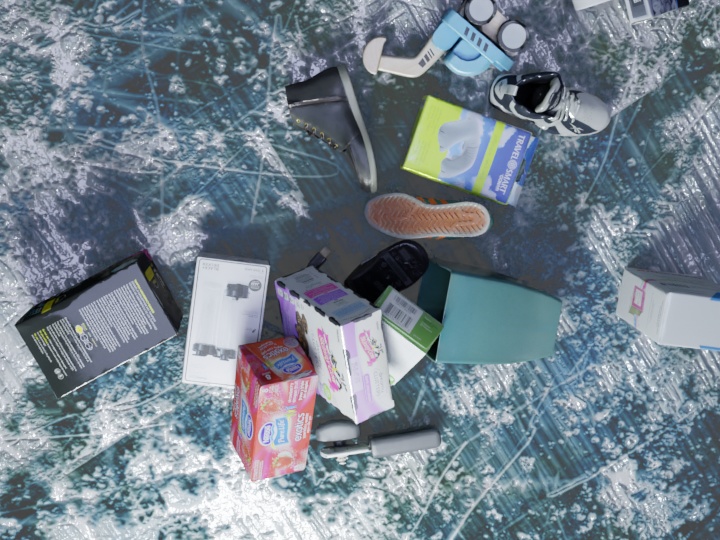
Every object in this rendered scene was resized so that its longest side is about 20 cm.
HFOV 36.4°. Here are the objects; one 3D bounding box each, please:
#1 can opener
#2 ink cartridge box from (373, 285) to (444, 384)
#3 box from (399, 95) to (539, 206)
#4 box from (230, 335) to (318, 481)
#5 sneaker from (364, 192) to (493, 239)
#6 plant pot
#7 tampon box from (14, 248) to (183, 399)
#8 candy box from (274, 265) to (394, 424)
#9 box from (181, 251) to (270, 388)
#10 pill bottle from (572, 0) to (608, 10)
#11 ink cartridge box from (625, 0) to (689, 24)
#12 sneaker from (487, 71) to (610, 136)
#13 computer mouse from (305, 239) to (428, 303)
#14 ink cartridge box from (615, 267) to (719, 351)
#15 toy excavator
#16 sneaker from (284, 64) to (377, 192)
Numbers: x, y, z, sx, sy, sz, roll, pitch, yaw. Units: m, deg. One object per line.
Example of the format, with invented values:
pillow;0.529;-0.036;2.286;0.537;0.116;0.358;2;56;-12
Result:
can opener;0.029;0.270;1.756;0.199;0.053;0.067;-4;98;-6
ink cartridge box;0.039;0.110;1.671;0.104;0.200;0.059;37;60;0
box;0.174;-0.184;1.709;0.199;0.048;0.122;18;96;-8
box;-0.133;0.209;1.656;0.095;0.100;0.201;-9;129;-25
sneaker;0.108;-0.079;1.709;0.199;0.080;0.072;7;89;14
plant pot;0.201;0.071;1.706;0.199;0.141;0.142;8;97;-14
tampon box;-0.384;0.074;1.634;0.200;0.150;0.127;-28;101;-2
candy box;-0.040;0.107;1.627;0.071;0.200;0.168;-21;118;-26
box;-0.209;0.079;1.699;0.116;0.060;0.201;6;97;-7
pill bottle;0.339;-0.502;1.647;0.113;0.113;0.201;-18;100;-3
ink cartridge box;0.425;-0.478;1.629;0.043;0.198;0.201;-11;101;35
sneaker;0.301;-0.253;1.670;0.199;0.130;0.080;21;96;-9
computer mouse;0.000;0.000;1.720;0.200;0.046;0.140;-42;105;13
ink cartridge box;0.502;0.059;1.704;0.144;0.200;0.085;7;101;-7
toy excavator;0.129;-0.339;1.665;0.194;0.100;0.200;38;101;-9
sneaker;-0.042;-0.204;1.676;0.106;0.075;0.201;-18;91;1
